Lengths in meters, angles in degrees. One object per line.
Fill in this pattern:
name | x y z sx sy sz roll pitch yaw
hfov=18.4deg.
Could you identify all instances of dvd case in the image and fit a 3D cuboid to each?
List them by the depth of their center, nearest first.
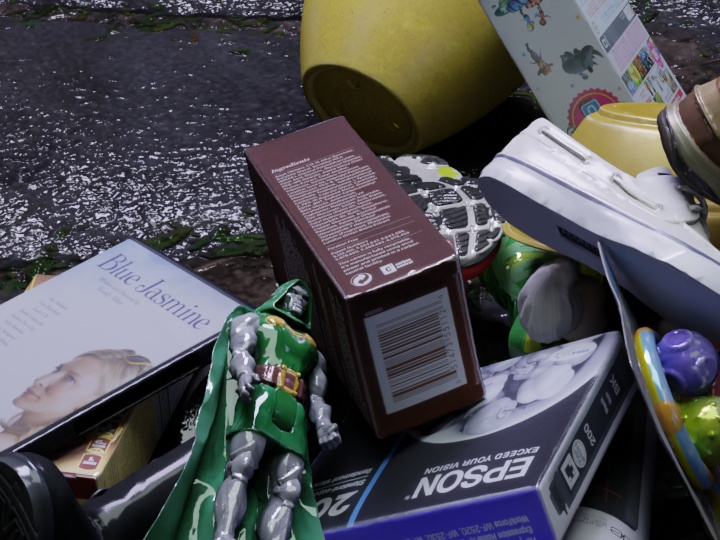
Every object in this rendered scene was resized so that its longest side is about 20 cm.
dvd case | -0.176 0.048 1.355 0.199 0.018 0.142 -29 37 -31

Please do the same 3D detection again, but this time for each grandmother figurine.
grandmother figurine | 0.192 0.025 1.313 0.198 0.061 0.121 3 7 9

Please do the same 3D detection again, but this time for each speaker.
speaker | 0.128 0.128 1.275 0.081 0.082 0.200 4 33 8

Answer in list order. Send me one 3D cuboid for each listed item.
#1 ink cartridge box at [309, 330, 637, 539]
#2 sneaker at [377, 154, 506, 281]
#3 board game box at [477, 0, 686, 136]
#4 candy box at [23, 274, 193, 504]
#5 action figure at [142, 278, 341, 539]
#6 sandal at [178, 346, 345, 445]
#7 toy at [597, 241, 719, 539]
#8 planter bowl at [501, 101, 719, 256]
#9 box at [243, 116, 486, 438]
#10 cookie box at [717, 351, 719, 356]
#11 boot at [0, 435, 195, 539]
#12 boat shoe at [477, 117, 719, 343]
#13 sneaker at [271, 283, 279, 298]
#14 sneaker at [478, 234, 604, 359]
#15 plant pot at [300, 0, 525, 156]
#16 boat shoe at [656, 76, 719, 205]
ink cartridge box | 0.040 0.124 1.229 0.197 0.044 0.200 -18 25 35
sneaker | 0.051 -0.020 1.488 0.076 0.086 0.200 -6 18 -10
board game box | 0.168 -0.132 1.539 0.064 0.201 0.148 -30 6 22
candy box | -0.181 0.081 1.377 0.115 0.056 0.200 5 35 12
action figure | -0.050 0.084 1.214 0.118 0.055 0.201 33 42 -28
sandal | -0.037 0.054 1.366 0.200 0.048 0.075 -42 69 -18
toy | 0.191 0.084 1.232 0.047 0.201 0.115 -20 34 9
planter bowl | 0.190 -0.058 1.373 0.199 0.084 0.200 4 11 -1
box | 0.000 0.000 1.298 0.075 0.101 0.200 -21 33 -12
cookie box | 0.297 0.056 1.383 0.171 0.076 0.200 -27 41 -34
boot | -0.115 0.122 1.225 0.199 0.165 0.066 -23 61 -30
boat shoe | 0.163 -0.027 1.257 0.199 0.071 0.070 30 71 30
sneaker | -0.032 0.008 1.468 0.104 0.076 0.200 -15 36 -20
sneaker | 0.115 0.017 1.458 0.083 0.075 0.200 8 25 9
plant pot | 0.032 -0.171 1.665 0.199 0.200 0.142 18 61 27
boat shoe | 0.260 -0.058 1.278 0.199 0.074 0.076 22 37 -36
